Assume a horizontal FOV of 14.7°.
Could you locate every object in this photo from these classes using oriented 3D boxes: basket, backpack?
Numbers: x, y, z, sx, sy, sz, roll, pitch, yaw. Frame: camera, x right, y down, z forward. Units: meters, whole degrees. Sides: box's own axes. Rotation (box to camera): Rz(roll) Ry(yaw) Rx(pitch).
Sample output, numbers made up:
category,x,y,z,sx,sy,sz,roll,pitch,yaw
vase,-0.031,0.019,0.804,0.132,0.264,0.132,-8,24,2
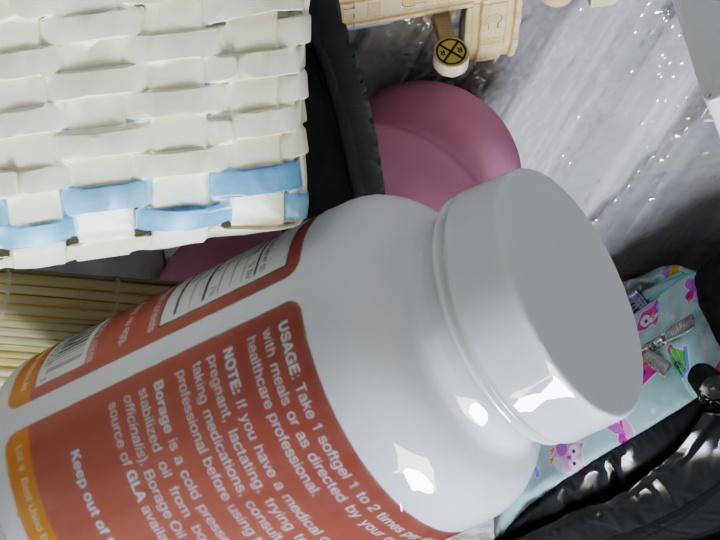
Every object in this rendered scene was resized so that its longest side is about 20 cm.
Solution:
category,x,y,z,sx,sy,sz,roll,pitch,yaw
basket,-0.096,-0.104,0.876,0.175,0.201,0.139,-5,-168,-11
backpack,0.151,0.074,1.341,0.200,0.127,0.167,-31,135,30

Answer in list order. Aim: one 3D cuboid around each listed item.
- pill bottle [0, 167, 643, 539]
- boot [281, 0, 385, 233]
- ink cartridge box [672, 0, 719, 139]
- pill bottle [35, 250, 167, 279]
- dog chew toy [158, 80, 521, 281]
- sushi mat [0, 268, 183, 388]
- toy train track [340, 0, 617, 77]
category,x,y,z,sx,sy,sz,roll,pitch,yaw
pill bottle,-0.014,0.045,0.905,0.199,0.113,0.112,-25,150,27
boot,-0.100,-0.045,0.982,0.199,0.165,0.066,-10,145,-8
ink cartridge box,0.208,-0.069,1.173,0.115,0.068,0.200,-19,151,9
pill bottle,-0.126,0.042,1.175,0.111,0.112,0.200,-13,151,-3
dog chew toy,0.000,0.000,1.100,0.124,0.200,0.125,21,141,18
sushi mat,-0.137,0.039,0.969,0.199,0.012,0.096,4,124,-29
toy train track,0.013,-0.095,1.077,0.199,0.033,0.115,-10,151,-5
